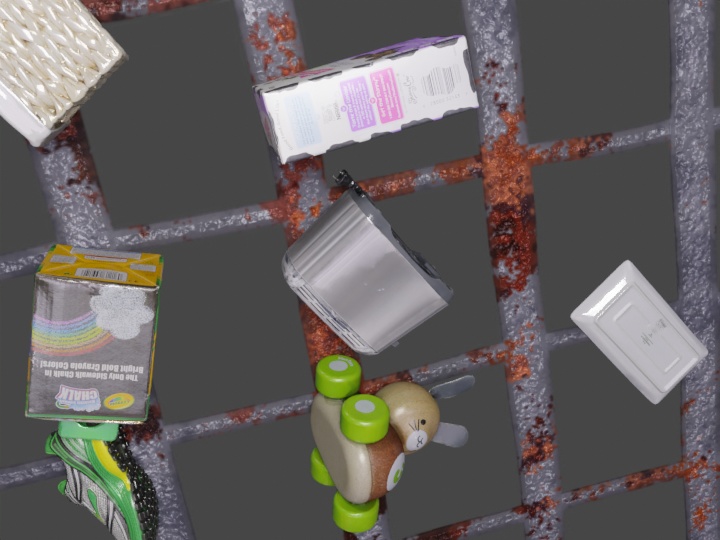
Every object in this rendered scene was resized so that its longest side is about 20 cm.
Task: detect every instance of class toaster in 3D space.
[{"bbox_3d":[0.000,0.000,0.874,0.129,0.114,0.200,-42,111,5],"label":"toaster"}]

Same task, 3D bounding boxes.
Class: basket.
[{"bbox_3d":[-0.327,-0.233,0.728,0.123,0.136,0.200,-41,110,-2],"label":"basket"}]

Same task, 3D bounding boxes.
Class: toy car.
[{"bbox_3d":[0.051,0.193,0.932,0.200,0.158,0.164,-7,120,-22],"label":"toy car"}]

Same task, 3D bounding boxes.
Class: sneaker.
[{"bbox_3d":[-0.302,0.260,0.916,0.085,0.078,0.200,-21,100,2],"label":"sneaker"}]

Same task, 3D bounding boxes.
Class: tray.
[{"bbox_3d":[0.379,0.089,1.027,0.107,0.022,0.200,-46,110,3],"label":"tray"}]

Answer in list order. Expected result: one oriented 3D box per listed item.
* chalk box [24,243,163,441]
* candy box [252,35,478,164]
[{"bbox_3d":[-0.286,0.087,0.836,0.124,0.124,0.200,7,106,-15],"label":"chalk box"},{"bbox_3d":[-0.004,-0.179,0.790,0.200,0.168,0.072,-18,109,-6],"label":"candy box"}]
